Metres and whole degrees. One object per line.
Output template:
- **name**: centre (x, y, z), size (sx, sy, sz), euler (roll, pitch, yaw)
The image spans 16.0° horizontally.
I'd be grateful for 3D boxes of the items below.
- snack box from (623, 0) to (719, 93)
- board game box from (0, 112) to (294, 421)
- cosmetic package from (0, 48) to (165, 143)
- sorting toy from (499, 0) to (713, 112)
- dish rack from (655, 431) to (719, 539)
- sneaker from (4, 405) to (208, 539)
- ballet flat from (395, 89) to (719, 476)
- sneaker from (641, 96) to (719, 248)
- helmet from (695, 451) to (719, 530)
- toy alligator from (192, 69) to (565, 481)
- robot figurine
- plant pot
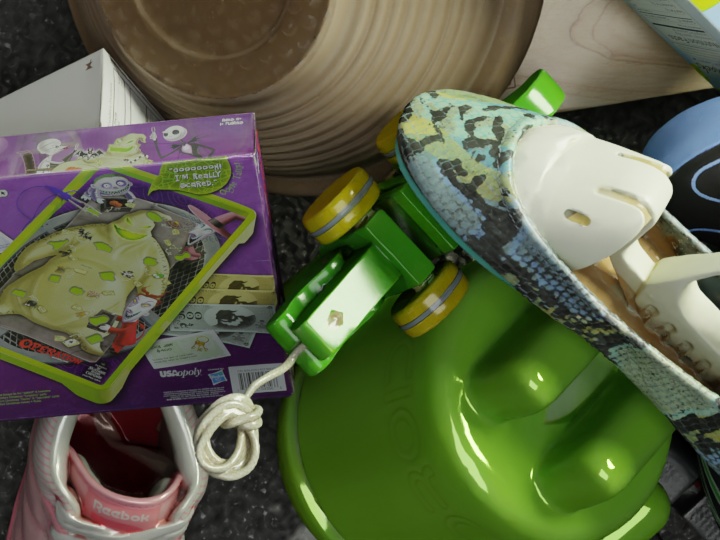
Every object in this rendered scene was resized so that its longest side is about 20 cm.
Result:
- **snack box**: centre (0.134, -0.181, 0.927), size (0.200, 0.068, 0.169), euler (40, 84, -25)
- **board game box**: centre (-0.129, 0.005, 0.939), size (0.199, 0.032, 0.120), euler (-5, 136, 3)
- **cosmetic package**: centre (-0.159, -0.005, 0.985), size (0.199, 0.051, 0.083), euler (-24, 130, 20)
- **sorting toy**: centre (0.111, -0.173, 1.021), size (0.199, 0.070, 0.200), euler (-9, 102, -4)
- **dish rack**: centre (0.104, 0.172, 1.100), size (0.200, 0.055, 0.153), euler (-45, 101, 5)
- **sneaker**: centre (-0.105, 0.112, 1.036), size (0.075, 0.105, 0.201), euler (5, 102, -10)
- **ballet flat**: centre (0.102, -0.003, 0.899), size (0.200, 0.074, 0.074), euler (40, 94, -11)
- **sneaker**: centre (0.199, -0.017, 0.912), size (0.199, 0.078, 0.070), euler (1, 135, 6)
- **helmet**: centre (0.224, 0.053, 1.015), size (0.190, 0.200, 0.201), euler (-12, 103, -8)
- **toy alligator**: centre (0.000, 0.000, 0.931), size (0.059, 0.054, 0.200), euler (46, 70, -11)
- **robot figurine**: centre (0.042, 0.060, 1.006), size (0.176, 0.200, 0.116), euler (49, 57, -11)
- **plant pot**: centre (-0.038, -0.119, 0.961), size (0.200, 0.093, 0.202), euler (7, 108, 22)
